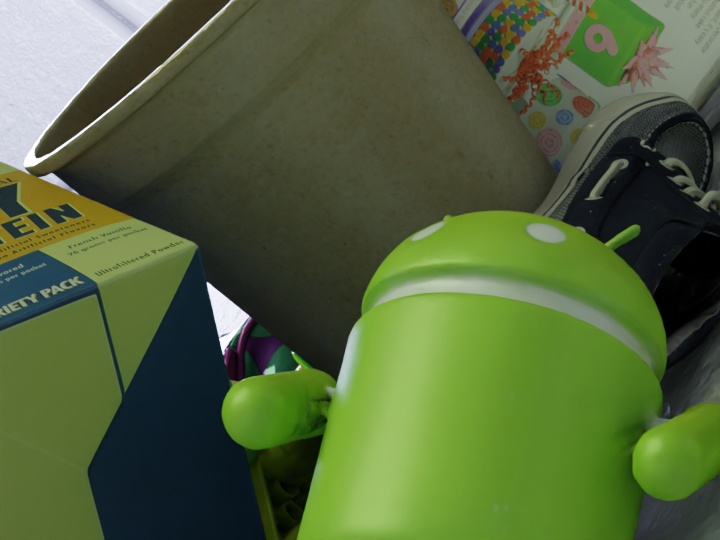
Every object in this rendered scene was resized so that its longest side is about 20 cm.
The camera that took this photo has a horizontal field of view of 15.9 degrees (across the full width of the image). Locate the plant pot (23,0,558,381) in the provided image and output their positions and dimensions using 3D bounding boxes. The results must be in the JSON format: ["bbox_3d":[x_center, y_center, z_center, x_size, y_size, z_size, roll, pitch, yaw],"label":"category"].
[{"bbox_3d":[-0.010,-0.049,1.117,0.200,0.184,0.201,-41,13,11],"label":"plant pot"}]

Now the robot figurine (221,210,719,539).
[{"bbox_3d":[0.044,0.067,0.918,0.116,0.175,0.200,62,-142,-55],"label":"robot figurine"}]

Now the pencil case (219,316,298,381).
[{"bbox_3d":[-0.067,0.071,1.447,0.200,0.092,0.085,155,124,-65],"label":"pencil case"}]

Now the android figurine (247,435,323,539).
[{"bbox_3d":[-0.060,0.147,1.163,0.200,0.041,0.182,-53,37,30],"label":"android figurine"}]

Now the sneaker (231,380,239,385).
[{"bbox_3d":[-0.049,0.109,1.258,0.200,0.067,0.090,6,62,55],"label":"sneaker"}]

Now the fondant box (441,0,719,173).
[{"bbox_3d":[0.075,-0.132,1.195,0.144,0.200,0.058,-54,-12,13],"label":"fondant box"}]

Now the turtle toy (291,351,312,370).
[{"bbox_3d":[0.000,0.000,1.291,0.146,0.101,0.200,-51,22,-22],"label":"turtle toy"}]

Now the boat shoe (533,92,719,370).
[{"bbox_3d":[0.123,-0.014,1.059,0.093,0.075,0.200,-2,30,35],"label":"boat shoe"}]

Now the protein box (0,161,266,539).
[{"bbox_3d":[-0.147,0.080,1.041,0.135,0.199,0.200,-23,24,-27],"label":"protein box"}]

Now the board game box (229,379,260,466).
[{"bbox_3d":[-0.124,0.117,1.213,0.200,0.029,0.135,-58,36,20],"label":"board game box"}]
